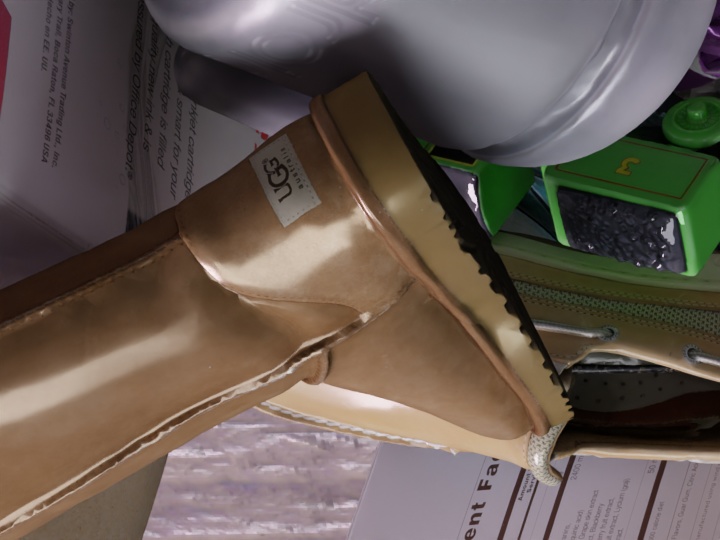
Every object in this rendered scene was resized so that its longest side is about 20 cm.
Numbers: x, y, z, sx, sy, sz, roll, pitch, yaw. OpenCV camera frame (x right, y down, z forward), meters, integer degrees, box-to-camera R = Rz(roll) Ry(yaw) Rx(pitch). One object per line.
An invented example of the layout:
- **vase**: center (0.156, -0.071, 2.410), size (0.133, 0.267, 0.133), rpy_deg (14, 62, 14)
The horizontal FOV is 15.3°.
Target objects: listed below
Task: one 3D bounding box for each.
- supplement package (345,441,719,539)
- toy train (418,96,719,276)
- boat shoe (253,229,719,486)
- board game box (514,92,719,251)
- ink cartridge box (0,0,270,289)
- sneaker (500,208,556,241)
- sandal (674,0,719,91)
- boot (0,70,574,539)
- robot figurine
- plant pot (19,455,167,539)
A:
- **supplement package**: center (0.100, 0.124, 0.967), size (0.200, 0.120, 0.121), rpy_deg (-10, 138, 41)
- **toy train**: center (0.030, -0.041, 0.847), size (0.200, 0.056, 0.042), rpy_deg (14, 140, 31)
- **boat shoe**: center (0.053, 0.032, 0.837), size (0.200, 0.076, 0.072), rpy_deg (-2, 129, 4)
- **board game box**: center (0.056, -0.015, 0.940), size (0.135, 0.028, 0.200), rpy_deg (36, 149, -1)
- **ink cartridge box**: center (-0.102, -0.060, 0.779), size (0.084, 0.145, 0.200), rpy_deg (-10, 153, 27)
- **sneaker**: center (0.000, 0.000, 0.937), size (0.200, 0.075, 0.088), rpy_deg (27, 171, 7)
- **sandal**: center (0.117, -0.092, 0.820), size (0.082, 0.050, 0.203), rpy_deg (9, 156, -13)
- **boot**: center (-0.055, 0.036, 0.744), size (0.200, 0.066, 0.175), rpy_deg (-29, 143, 6)
- **robot figurine**: center (0.018, -0.096, 0.735), size (0.200, 0.113, 0.170), rpy_deg (18, 133, -31)
- **plant pot**: center (-0.151, 0.071, 1.004), size (0.187, 0.200, 0.187), rpy_deg (1, 156, 0)
